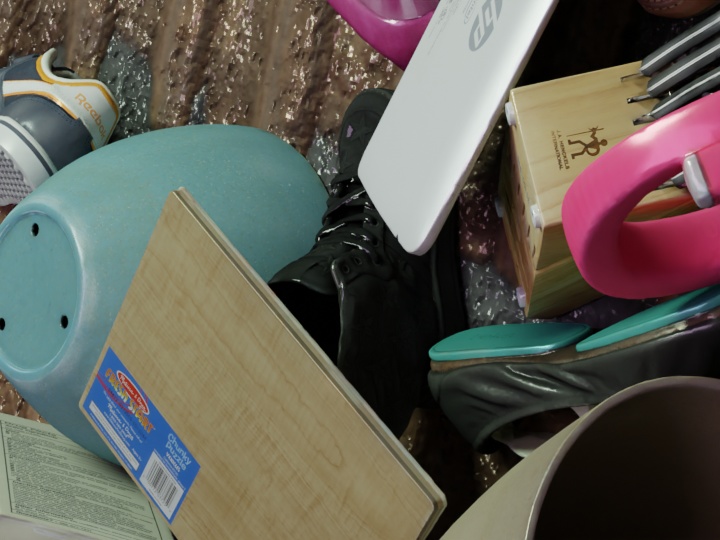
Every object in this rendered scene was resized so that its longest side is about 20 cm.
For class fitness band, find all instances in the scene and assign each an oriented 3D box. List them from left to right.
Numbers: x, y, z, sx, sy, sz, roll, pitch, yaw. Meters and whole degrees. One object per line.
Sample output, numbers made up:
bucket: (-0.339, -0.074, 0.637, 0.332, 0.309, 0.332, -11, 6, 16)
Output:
fitness band: (0.173, -0.039, 0.750, 0.199, 0.144, 0.038, -19, 72, 6)

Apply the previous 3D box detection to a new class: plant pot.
plant pot: (-0.123, 0.015, 1.074, 0.199, 0.134, 0.202, -6, 82, 45)
plant pot: (0.089, 0.159, 0.834, 0.200, 0.186, 0.189, -30, 65, 55)

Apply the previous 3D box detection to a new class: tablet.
tablet: (0.055, -0.113, 0.895, 0.201, 0.014, 0.130, -63, 19, 13)

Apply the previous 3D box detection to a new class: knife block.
knife block: (0.151, -0.049, 0.867, 0.200, 0.174, 0.064, 86, 173, -72)

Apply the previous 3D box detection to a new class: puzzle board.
puzzle board: (-0.050, 0.082, 0.930, 0.200, 0.017, 0.151, 49, 132, 25)

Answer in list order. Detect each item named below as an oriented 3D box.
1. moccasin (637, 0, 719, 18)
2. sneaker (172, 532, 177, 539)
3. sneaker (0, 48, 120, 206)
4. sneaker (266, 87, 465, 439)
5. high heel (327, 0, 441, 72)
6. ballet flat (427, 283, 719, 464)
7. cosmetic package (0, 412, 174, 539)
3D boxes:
moccasin: (0.142, -0.211, 0.865, 0.073, 0.077, 0.203, 15, 97, 49)
sneaker: (-0.056, 0.179, 1.038, 0.200, 0.072, 0.115, -12, 75, 44)
sneaker: (-0.204, -0.086, 1.211, 0.079, 0.079, 0.200, -42, 28, -17)
sneaker: (-0.002, 0.001, 0.974, 0.060, 0.104, 0.201, -22, 71, 41)
high heel: (-0.006, -0.159, 1.042, 0.200, 0.067, 0.096, 35, 152, 52)
ballet flat: (0.110, 0.049, 0.889, 0.200, 0.068, 0.069, -13, 99, 54)
cosmetic package: (-0.162, 0.149, 1.060, 0.200, 0.103, 0.088, -135, 62, -75)
